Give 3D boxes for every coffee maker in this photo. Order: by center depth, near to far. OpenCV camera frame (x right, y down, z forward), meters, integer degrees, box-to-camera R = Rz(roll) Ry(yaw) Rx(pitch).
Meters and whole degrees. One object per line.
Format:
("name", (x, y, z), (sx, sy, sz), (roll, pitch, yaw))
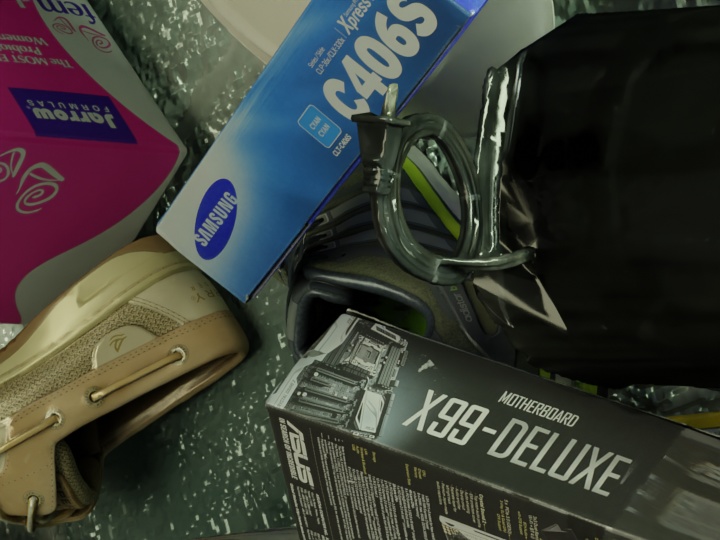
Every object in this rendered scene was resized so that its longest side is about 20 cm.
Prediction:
("coffee maker", (0.140, -0.016, 0.784), (0.200, 0.192, 0.135), (-3, 104, 45))

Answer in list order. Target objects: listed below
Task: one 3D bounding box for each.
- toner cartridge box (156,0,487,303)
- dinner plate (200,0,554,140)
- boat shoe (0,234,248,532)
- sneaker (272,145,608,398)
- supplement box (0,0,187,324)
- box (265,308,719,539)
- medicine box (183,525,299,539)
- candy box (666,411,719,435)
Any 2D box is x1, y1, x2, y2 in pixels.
("toner cartridge box", (0.004, -0.073, 0.876), (0.043, 0.095, 0.200), (39, 146, -1))
("dinner plate", (-0.019, -0.119, 0.961), (0.200, 0.024, 0.200), (31, 151, 20))
("boat shoe", (-0.133, 0.071, 1.091), (0.200, 0.071, 0.065), (-41, 73, 11))
("sneaker", (0.000, 0.000, 0.975), (0.200, 0.081, 0.074), (31, 123, 48))
("supplement box", (-0.172, -0.080, 1.119), (0.103, 0.101, 0.200), (-55, 52, 29))
("box", (0.060, 0.120, 0.879), (0.158, 0.050, 0.200), (17, 137, 31))
("medicine box", (-0.067, 0.190, 0.979), (0.103, 0.200, 0.183), (-10, 85, 40))
("candy box", (0.093, 0.102, 0.947), (0.200, 0.026, 0.102), (-9, 88, 43))
